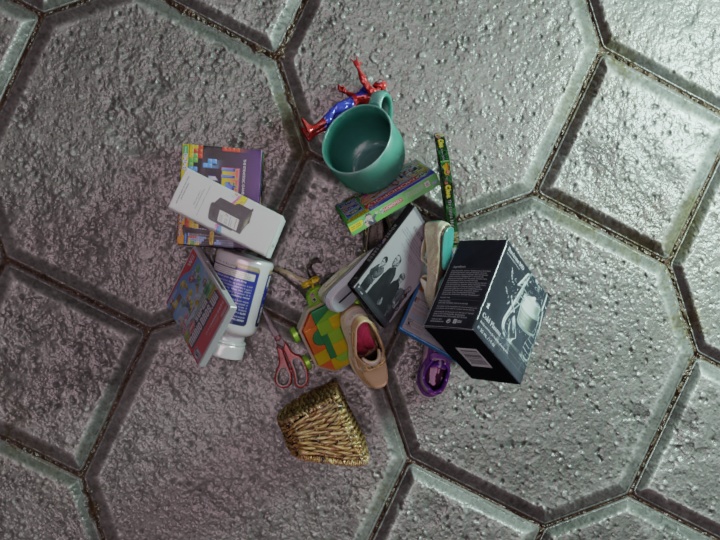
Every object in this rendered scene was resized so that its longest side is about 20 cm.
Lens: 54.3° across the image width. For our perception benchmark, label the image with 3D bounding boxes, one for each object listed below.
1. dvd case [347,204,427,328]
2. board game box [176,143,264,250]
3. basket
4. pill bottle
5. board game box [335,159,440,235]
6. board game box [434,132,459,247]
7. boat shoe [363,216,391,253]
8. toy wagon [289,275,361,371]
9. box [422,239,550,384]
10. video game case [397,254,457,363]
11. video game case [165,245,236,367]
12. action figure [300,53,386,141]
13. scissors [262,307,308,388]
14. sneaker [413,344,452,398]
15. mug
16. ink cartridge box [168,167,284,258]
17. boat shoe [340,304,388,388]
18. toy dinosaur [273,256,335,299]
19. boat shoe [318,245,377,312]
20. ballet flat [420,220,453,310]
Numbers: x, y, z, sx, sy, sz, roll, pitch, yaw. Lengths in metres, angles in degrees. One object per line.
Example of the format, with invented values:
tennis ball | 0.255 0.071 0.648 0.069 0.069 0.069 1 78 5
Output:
dvd case | 0.071 -0.006 1.370 0.201 0.025 0.151 -52 137 -14
board game box | -0.283 -0.147 1.426 0.162 0.057 0.204 3 92 -1
basket | -0.075 0.320 1.374 0.141 0.200 0.151 -26 93 -2
pill bottle | -0.253 0.068 1.400 0.118 0.120 0.204 16 92 -3
board game box | 0.051 -0.149 1.400 0.198 0.135 0.029 -30 113 -1
board game box | 0.169 -0.155 1.370 0.023 0.106 0.202 -11 130 4
boat shoe | 0.039 -0.027 1.439 0.071 0.060 0.206 -6 92 -3
toy wagon | -0.065 0.108 1.417 0.153 0.040 0.202 -27 116 -10
box | 0.247 0.079 1.350 0.200 0.123 0.199 45 59 -36
video game case | 0.176 0.067 1.430 0.141 0.018 0.202 28 67 -2
video game case | -0.313 0.067 1.363 0.017 0.200 0.144 13 117 -43
action figure | -0.042 -0.354 1.420 0.198 0.065 0.100 -29 84 -12
scissors | -0.160 0.149 1.462 0.072 0.014 0.204 -13 91 1
sneaker | 0.159 0.167 1.437 0.079 0.088 0.204 8 90 -1
mug | 0.025 -0.242 1.391 0.184 0.114 0.153 -40 57 4
ink cartridge box | -0.245 -0.105 1.329 0.197 0.146 0.084 26 88 -4
boat shoe | 0.014 0.166 1.406 0.073 0.069 0.202 -29 121 -12
toy dinosaur | -0.095 0.027 1.445 0.199 0.047 0.089 39 96 0
boat shoe | 0.000 0.000 1.371 0.199 0.062 0.073 -37 132 -20
ballet flat | 0.148 -0.001 1.381 0.062 0.067 0.204 14 109 35
